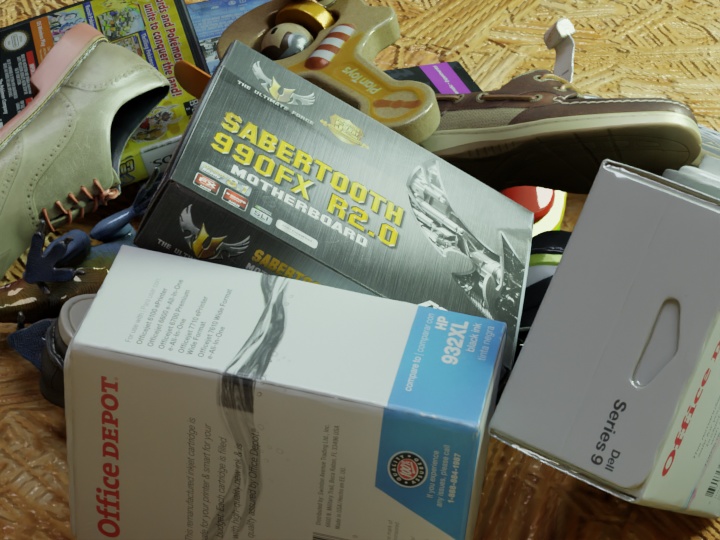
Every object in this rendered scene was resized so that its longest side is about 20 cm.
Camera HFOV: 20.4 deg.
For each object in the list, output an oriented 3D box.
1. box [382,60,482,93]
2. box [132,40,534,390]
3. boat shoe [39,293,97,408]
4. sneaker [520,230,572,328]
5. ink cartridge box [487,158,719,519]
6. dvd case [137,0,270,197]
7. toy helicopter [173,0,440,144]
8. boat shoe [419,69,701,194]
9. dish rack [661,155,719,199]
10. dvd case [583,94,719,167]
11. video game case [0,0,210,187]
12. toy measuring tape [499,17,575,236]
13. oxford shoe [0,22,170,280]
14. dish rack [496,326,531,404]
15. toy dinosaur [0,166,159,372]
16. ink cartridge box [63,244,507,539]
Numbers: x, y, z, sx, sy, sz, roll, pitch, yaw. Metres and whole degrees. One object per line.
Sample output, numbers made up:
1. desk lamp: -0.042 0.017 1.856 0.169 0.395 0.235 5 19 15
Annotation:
1. box: 0.003 -0.080 1.326 0.199 0.036 0.143 -8 37 -21
2. box: -0.007 -0.023 1.063 0.200 0.048 0.159 30 33 -8
3. boat shoe: -0.082 0.054 1.108 0.199 0.057 0.067 8 42 -27
4. sneaker: 0.174 0.041 1.178 0.199 0.072 0.083 12 60 10
5. ink cartridge box: 0.153 0.041 1.011 0.087 0.146 0.200 22 0 20
6. dvd case: -0.077 -0.122 1.317 0.142 0.018 0.200 -10 40 2
7. toy helicopter: -0.025 -0.117 1.212 0.132 0.079 0.200 -31 38 -17
8. boat shoe: 0.104 -0.089 1.180 0.199 0.072 0.072 -6 61 31
9. dish rack: 0.258 -0.015 1.171 0.171 0.044 0.200 22 -1 22
10. dvd case: 0.247 -0.071 1.310 0.200 0.016 0.149 26 13 27
11. video game case: -0.187 -0.111 1.304 0.180 0.026 0.200 -19 39 -2
12. toy measuring tape: 0.094 -0.075 1.260 0.073 0.074 0.201 7 67 2
13. oxford shoe: -0.183 -0.053 1.182 0.075 0.070 0.200 26 74 9
14. dish rack: 0.000 0.000 1.134 0.153 0.055 0.200 -1 49 -46
15. toy dinosaur: -0.151 -0.012 1.173 0.199 0.105 0.181 0 14 13
16. ink cartridge box: -0.038 0.083 0.996 0.199 0.145 0.084 11 41 7
